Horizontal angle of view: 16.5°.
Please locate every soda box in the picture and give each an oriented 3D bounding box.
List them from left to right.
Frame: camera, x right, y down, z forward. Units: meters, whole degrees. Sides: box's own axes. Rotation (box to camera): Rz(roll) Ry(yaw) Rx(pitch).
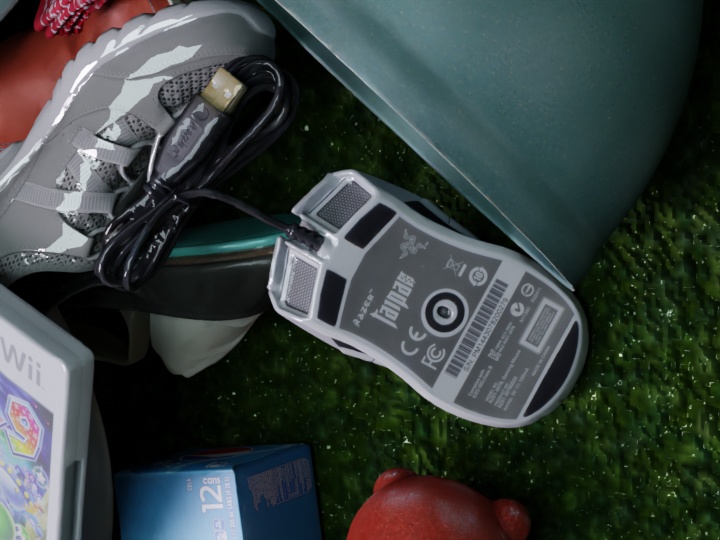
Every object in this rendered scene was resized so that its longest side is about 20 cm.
[{"bbox_3d":[-0.053,0.180,1.092,0.067,0.064,0.202,-5,94,32],"label":"soda box"}]

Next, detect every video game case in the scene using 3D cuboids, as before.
[{"bbox_3d":[-0.172,0.082,1.059,0.143,0.018,0.201,33,132,30],"label":"video game case"}]

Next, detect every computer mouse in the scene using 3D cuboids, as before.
[{"bbox_3d":[0.000,0.000,1.004,0.199,0.044,0.110,30,92,-16],"label":"computer mouse"}]

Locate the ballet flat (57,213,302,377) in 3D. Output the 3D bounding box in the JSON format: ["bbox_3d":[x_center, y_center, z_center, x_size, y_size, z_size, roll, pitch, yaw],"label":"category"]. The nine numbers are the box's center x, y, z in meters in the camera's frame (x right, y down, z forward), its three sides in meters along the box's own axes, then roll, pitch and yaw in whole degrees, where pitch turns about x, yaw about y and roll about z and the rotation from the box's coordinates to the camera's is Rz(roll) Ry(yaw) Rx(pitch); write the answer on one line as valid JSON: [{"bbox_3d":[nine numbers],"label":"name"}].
[{"bbox_3d":[-0.089,0.008,1.095,0.199,0.068,0.069,4,109,41],"label":"ballet flat"}]

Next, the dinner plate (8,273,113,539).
[{"bbox_3d":[-0.180,0.072,1.140,0.200,0.024,0.202,22,120,46],"label":"dinner plate"}]

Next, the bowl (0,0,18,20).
[{"bbox_3d":[-0.229,-0.165,1.062,0.200,0.105,0.202,-21,42,20],"label":"bowl"}]

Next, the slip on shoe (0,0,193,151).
[{"bbox_3d":[-0.152,-0.075,1.119,0.199,0.061,0.075,-22,84,31],"label":"slip on shoe"}]

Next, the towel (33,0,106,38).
[{"bbox_3d":[-0.086,-0.174,0.995,0.200,0.022,0.146,169,118,-72],"label":"towel"}]

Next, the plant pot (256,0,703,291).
[{"bbox_3d":[0.051,-0.110,0.929,0.200,0.200,0.134,43,91,19],"label":"plant pot"}]

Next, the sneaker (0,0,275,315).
[{"bbox_3d":[-0.102,-0.034,1.035,0.200,0.075,0.082,-41,65,23],"label":"sneaker"}]

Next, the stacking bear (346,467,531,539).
[{"bbox_3d":[0.006,0.179,1.008,0.121,0.114,0.201,10,69,36],"label":"stacking bear"}]
